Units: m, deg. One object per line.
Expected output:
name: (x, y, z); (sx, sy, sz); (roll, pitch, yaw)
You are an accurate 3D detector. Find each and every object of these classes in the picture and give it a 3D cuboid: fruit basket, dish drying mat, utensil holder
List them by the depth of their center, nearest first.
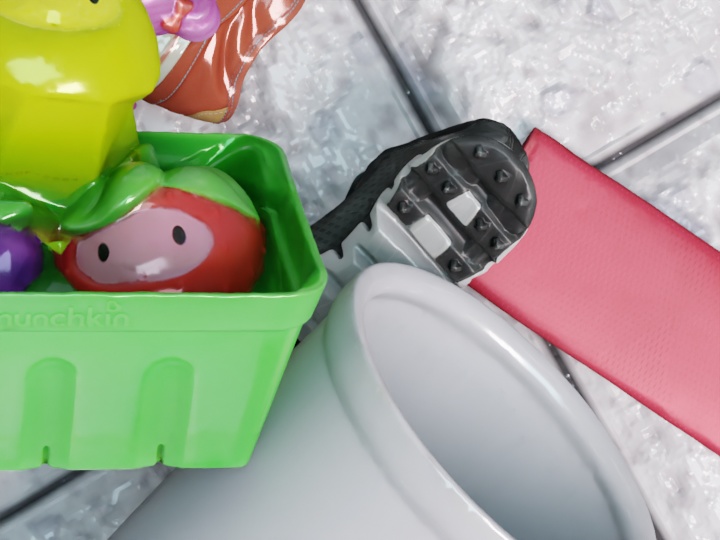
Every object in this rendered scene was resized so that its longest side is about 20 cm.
fruit basket: (-0.119, -0.037, 1.058); (0.214, 0.156, 0.217); (-5, 119, -9)
utensil holder: (-0.006, 0.126, 1.143); (0.170, 0.170, 0.200); (44, 112, -3)
dish drying mat: (0.139, 0.023, 1.258); (0.199, 0.018, 0.077); (34, 88, -3)

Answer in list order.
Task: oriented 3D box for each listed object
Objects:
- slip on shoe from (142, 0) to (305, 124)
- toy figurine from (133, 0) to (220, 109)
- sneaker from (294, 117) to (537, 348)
slip on shoe: (-0.033, -0.152, 1.226); (0.061, 0.074, 0.201); (35, 86, -26)
toy figurine: (-0.116, -0.151, 1.167); (0.199, 0.150, 0.185); (-9, 85, -7)
sneaker: (0.000, 0.000, 1.224); (0.200, 0.091, 0.067); (-37, 100, 22)
